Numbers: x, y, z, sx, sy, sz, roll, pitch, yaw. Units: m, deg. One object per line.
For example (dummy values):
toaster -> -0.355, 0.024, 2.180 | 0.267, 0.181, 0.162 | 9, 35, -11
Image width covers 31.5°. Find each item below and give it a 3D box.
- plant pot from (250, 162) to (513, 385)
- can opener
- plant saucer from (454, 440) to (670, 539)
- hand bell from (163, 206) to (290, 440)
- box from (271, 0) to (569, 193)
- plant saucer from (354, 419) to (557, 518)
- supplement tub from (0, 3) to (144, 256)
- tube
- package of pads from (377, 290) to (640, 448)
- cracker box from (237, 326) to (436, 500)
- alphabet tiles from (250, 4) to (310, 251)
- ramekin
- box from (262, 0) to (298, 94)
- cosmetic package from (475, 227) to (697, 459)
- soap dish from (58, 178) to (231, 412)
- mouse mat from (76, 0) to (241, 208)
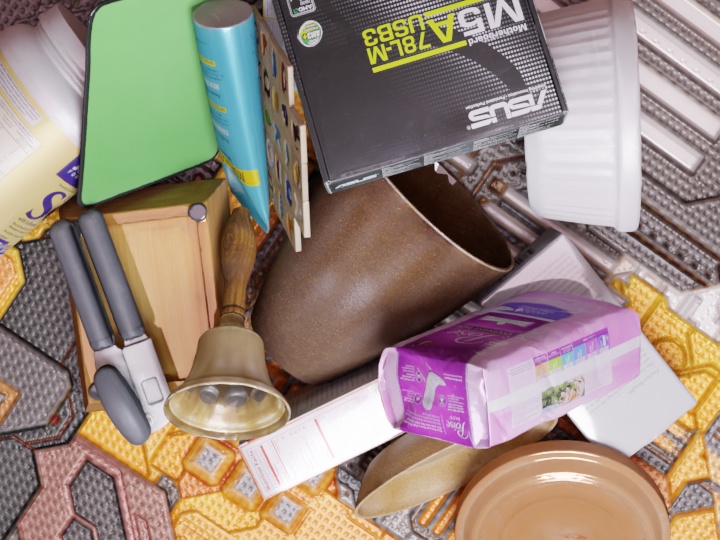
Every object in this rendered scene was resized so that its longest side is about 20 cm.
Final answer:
plant pot -> 0.000, 0.000, 1.125 | 0.187, 0.187, 0.200 | 42, 109, -5
can opener -> -0.212, 0.049, 1.084 | 0.053, 0.067, 0.202 | -19, 96, 0
plant saucer -> 0.185, 0.247, 1.178 | 0.198, 0.032, 0.202 | 3, 119, 5
hand bell -> -0.108, 0.031, 1.087 | 0.103, 0.104, 0.201 | 1, 58, -1
box -> 0.041, -0.181, 1.004 | 0.198, 0.048, 0.195 | -15, 80, 1
plant saucer -> 0.078, 0.161, 1.136 | 0.199, 0.200, 0.036 | -27, 70, 2
supplement tub -> -0.297, -0.119, 1.107 | 0.200, 0.145, 0.146 | -39, 96, 3
tube -> -0.106, -0.132, 1.099 | 0.050, 0.078, 0.201 | -19, 131, -17
package of pads -> 0.122, 0.075, 1.034 | 0.199, 0.120, 0.076 | -18, 105, -40
cracker box -> -0.007, 0.124, 1.146 | 0.199, 0.134, 0.058 | -25, 96, 2
alphabet tiles -> -0.071, -0.120, 1.068 | 0.006, 0.200, 0.168 | -9, 124, -14
ramekin -> 0.189, -0.133, 1.097 | 0.093, 0.202, 0.204 | -3, 97, 10
box -> 0.017, -0.197, 1.088 | 0.198, 0.049, 0.118 | 12, 137, 4
cosmetic package -> 0.204, 0.070, 1.176 | 0.101, 0.071, 0.200 | -38, 96, 3
soap dish -> -0.188, 0.025, 1.157 | 0.156, 0.081, 0.202 | -6, 95, -1
mouse mat -> -0.168, -0.153, 1.078 | 0.008, 0.160, 0.201 | 37, 134, 28
